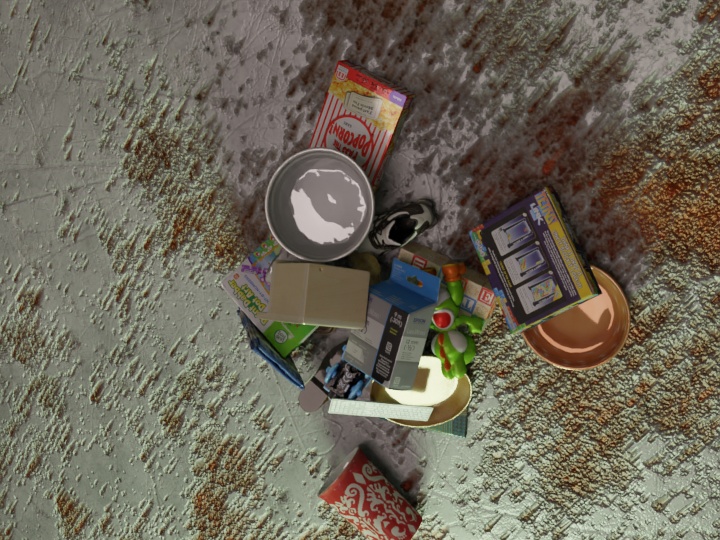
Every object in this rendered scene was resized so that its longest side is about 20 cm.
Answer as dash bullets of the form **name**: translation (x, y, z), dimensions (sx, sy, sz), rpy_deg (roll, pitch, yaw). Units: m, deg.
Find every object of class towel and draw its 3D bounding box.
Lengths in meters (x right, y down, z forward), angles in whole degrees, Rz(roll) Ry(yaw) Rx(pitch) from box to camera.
- **towel**: translation (-0.184, 0.156, 1.558), dimensions (0.024, 0.200, 0.147), rpy_deg (-44, 117, 1)
- **towel**: translation (0.123, 0.252, 1.552), dimensions (0.196, 0.022, 0.150), rpy_deg (9, 110, 21)

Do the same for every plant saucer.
- **plant saucer**: translation (0.115, 0.223, 1.478), dimensions (0.196, 0.036, 0.203), rpy_deg (1, 129, 1)
- **plant saucer**: translation (0.379, 0.077, 1.366), dimensions (0.197, 0.037, 0.204), rpy_deg (8, 108, 24)

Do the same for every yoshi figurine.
- **yoshi figurine**: translation (0.161, 0.091, 1.386), dimensions (0.112, 0.110, 0.204), rpy_deg (170, 92, -67)

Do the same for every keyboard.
- **keyboard**: translation (0.038, 0.267, 1.471), dimensions (0.196, 0.011, 0.057), rpy_deg (6, 148, -7)

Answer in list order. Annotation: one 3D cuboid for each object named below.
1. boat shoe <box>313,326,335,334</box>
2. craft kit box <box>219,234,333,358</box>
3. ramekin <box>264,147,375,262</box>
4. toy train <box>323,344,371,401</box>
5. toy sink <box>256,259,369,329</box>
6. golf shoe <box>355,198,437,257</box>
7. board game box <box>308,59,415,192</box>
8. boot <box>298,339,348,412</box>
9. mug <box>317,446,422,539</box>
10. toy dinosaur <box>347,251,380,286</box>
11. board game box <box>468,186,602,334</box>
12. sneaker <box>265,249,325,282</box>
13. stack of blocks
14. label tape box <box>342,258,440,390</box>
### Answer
- **boat shoe**: translation (-0.145, 0.093, 1.598), dimensions (0.197, 0.072, 0.073), rpy_deg (20, 114, 19)
- **craft kit box**: translation (-0.146, 0.034, 1.544), dimensions (0.197, 0.049, 0.200), rpy_deg (-44, 85, 0)
- **ramekin**: translation (-0.068, -0.118, 1.395), dimensions (0.196, 0.105, 0.205), rpy_deg (0, 94, 5)
- **toy train**: translation (0.006, 0.172, 1.498), dimensions (0.086, 0.114, 0.202), rpy_deg (34, 92, 13)
- **toy sink**: translation (-0.091, 0.041, 1.405), dimensions (0.199, 0.128, 0.114), rpy_deg (-1, 83, 58)
- **golf shoe**: translation (0.047, -0.072, 1.444), dimensions (0.198, 0.094, 0.079), rpy_deg (-30, 94, 31)
- **board game box**: translation (-0.004, -0.265, 1.433), dimensions (0.150, 0.046, 0.203), rpy_deg (29, 117, 14)
- **boot**: translation (-0.047, 0.209, 1.599), dimensions (0.200, 0.075, 0.074), rpy_deg (-46, 78, 11)
- **mug**: translation (0.023, 0.492, 1.636), dimensions (0.200, 0.178, 0.134), rpy_deg (43, 82, 3)
- **toy dinosaur**: translation (0.000, 0.000, 1.483), dimensions (0.201, 0.058, 0.102), rpy_deg (49, 134, 17)
- **board game box**: translation (0.299, -0.015, 1.331), dimensions (0.164, 0.056, 0.203), rpy_deg (-29, 73, 29)
- **sneaker**: translation (-0.097, -0.040, 1.500), dimensions (0.099, 0.078, 0.201), rpy_deg (35, 90, -8)
- **stack of blocks**: translation (0.155, 0.042, 1.448), dimensions (0.197, 0.058, 0.117), rpy_deg (25, 115, 16)
- **label tape box**: translation (0.054, 0.090, 1.353), dimensions (0.143, 0.065, 0.204), rpy_deg (26, 104, 51)
